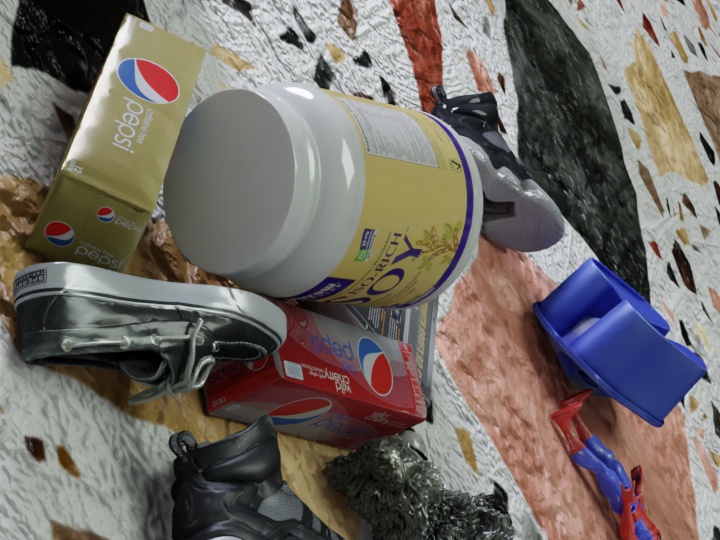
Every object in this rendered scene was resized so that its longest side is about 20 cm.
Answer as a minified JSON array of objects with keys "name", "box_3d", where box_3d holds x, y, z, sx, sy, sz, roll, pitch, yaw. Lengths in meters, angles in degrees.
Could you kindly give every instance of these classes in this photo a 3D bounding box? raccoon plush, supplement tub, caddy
[{"name":"raccoon plush","box_3d":[0.041,0.210,1.360,0.134,0.096,0.201,30,40,-38]},{"name":"supplement tub","box_3d":[-0.024,-0.051,1.328,0.199,0.145,0.147,6,59,-50]},{"name":"caddy","box_3d":[0.249,0.079,1.889,0.200,0.105,0.142,34,14,-48]}]

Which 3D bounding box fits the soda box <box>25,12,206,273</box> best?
[{"name":"soda box","box_3d":[-0.156,-0.082,1.249,0.064,0.068,0.201,24,35,-11]}]

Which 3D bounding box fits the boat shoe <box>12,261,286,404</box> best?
[{"name":"boat shoe","box_3d":[-0.125,0.045,1.186,0.198,0.073,0.069,15,62,-47]}]

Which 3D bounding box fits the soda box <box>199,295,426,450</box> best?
[{"name":"soda box","box_3d":[-0.033,0.076,1.359,0.199,0.070,0.064,22,48,-55]}]

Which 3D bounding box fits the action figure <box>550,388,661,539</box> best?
[{"name":"action figure","box_3d":[0.249,0.212,1.823,0.201,0.051,0.065,64,20,-6]}]

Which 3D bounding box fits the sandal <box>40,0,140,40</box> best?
[{"name":"sandal","box_3d":[-0.217,-0.246,1.309,0.200,0.075,0.045,50,28,-21]}]

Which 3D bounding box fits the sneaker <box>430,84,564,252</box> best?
[{"name":"sneaker","box_3d":[0.131,-0.104,1.860,0.200,0.075,0.115,36,38,-41]}]

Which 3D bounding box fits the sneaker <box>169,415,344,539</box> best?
[{"name":"sneaker","box_3d":[-0.050,0.156,1.218,0.199,0.075,0.115,23,49,-52]}]

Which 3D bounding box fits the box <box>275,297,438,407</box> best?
[{"name":"box","box_3d":[0.000,0.000,1.527,0.159,0.048,0.201,50,28,-29]}]
